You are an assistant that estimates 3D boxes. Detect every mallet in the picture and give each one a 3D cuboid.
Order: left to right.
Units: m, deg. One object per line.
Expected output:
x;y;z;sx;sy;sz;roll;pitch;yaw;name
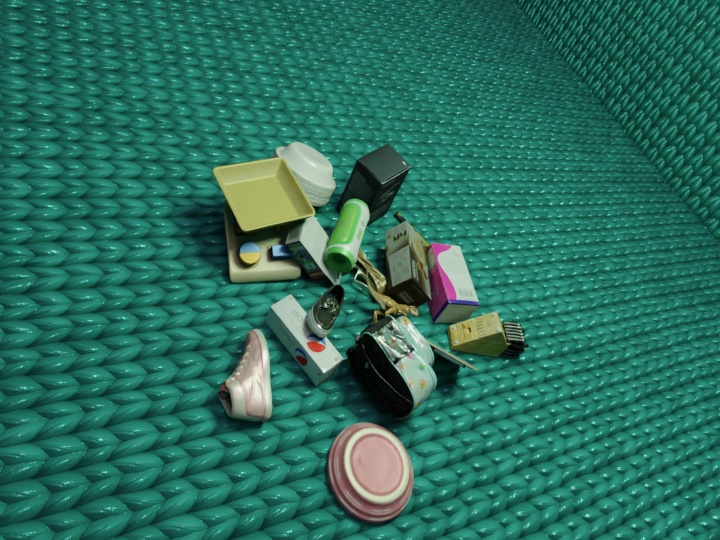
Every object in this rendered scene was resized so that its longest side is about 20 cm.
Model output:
0.179;-0.110;1.644;0.064;0.042;0.202;-16;58;-34;mallet

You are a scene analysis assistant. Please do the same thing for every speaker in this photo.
-0.033;-0.093;1.409;0.086;0.089;0.204;23;49;-7;speaker

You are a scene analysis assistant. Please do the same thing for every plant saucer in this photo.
-0.236;-0.175;1.306;0.195;0.049;0.203;-16;61;-32;plant saucer
0.027;0.412;1.125;0.194;0.051;0.205;14;49;-16;plant saucer

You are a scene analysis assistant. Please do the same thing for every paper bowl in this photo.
-0.156;-0.281;1.517;0.197;0.106;0.202;28;23;-13;paper bowl

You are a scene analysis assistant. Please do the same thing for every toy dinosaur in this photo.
0.061;0.086;1.380;0.197;0.060;0.109;33;58;-28;toy dinosaur

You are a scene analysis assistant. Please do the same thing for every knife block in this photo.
0.353;0.195;1.474;0.177;0.194;0.065;54;23;-45;knife block

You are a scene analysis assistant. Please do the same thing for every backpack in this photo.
0.082;0.221;1.224;0.150;0.177;0.203;-21;68;-33;backpack

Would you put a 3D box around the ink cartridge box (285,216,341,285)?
-0.113;-0.046;1.385;0.202;0.049;0.111;56;32;-40;ink cartridge box

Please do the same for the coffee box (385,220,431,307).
0.128;-0.014;1.473;0.114;0.078;0.205;43;34;-39;coffee box

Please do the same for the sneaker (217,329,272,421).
-0.246;0.214;1.128;0.102;0.076;0.206;7;55;-29;sneaker

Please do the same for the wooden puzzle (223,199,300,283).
-0.237;-0.079;1.327;0.179;0.046;0.208;-3;84;-26;wooden puzzle

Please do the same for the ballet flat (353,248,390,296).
0.000;0.000;1.447;0.072;0.068;0.201;-34;78;-31;ballet flat

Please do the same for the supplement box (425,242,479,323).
0.242;0.036;1.508;0.098;0.104;0.205;5;52;-21;supplement box

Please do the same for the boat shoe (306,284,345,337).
-0.078;0.088;1.280;0.068;0.057;0.201;39;20;-8;boat shoe

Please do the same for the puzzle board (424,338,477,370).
0.183;0.193;1.338;0.196;0.151;0.018;29;86;-2;puzzle board

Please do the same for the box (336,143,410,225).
0.036;-0.238;1.557;0.104;0.202;0.147;43;47;14;box

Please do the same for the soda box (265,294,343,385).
-0.132;0.159;1.242;0.067;0.064;0.201;-28;69;-40;soda box
